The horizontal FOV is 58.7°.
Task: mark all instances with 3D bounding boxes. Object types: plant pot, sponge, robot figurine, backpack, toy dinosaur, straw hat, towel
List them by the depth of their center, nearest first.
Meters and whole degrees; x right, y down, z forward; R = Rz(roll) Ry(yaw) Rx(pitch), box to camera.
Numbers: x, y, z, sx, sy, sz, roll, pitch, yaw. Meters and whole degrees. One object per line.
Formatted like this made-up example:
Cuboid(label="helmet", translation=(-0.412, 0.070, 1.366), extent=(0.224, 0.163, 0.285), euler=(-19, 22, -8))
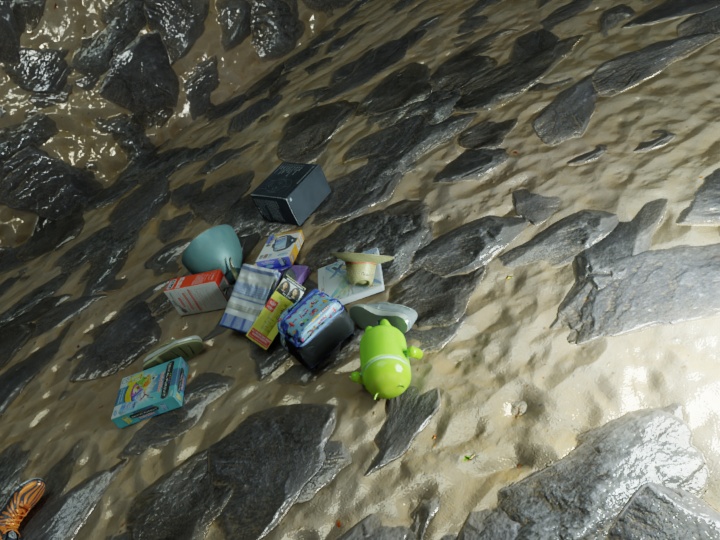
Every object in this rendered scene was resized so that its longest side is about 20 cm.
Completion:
Cuboid(label="robot figurine", translation=(0.057, 0.211, 1.497), extent=(0.173, 0.116, 0.202), euler=(-25, 36, 13))
Cuboid(label="backpack", translation=(-0.136, 0.140, 1.692), extent=(0.182, 0.136, 0.199), euler=(-39, 35, -18))
Cuboid(label="straw hat", translation=(0.000, 0.000, 1.772), extent=(0.198, 0.200, 0.087), euler=(3, 88, 34))
Cuboid(label="towel", translation=(-0.323, 0.081, 1.854), extent=(0.144, 0.024, 0.204), euler=(12, 74, 31))
Cuboid(label="toy dinosaur", translation=(-0.371, 0.060, 1.969), extent=(0.088, 0.048, 0.200), euler=(-42, 73, -6))
Cuboid(label="sponge", translation=(-0.260, 0.029, 1.990), extent=(0.197, 0.030, 0.112), euler=(3, 46, 34))
Cuboid(label="plant pot", translation=(-0.461, -0.029, 2.077), extent=(0.199, 0.201, 0.135), euler=(-36, 73, -12))

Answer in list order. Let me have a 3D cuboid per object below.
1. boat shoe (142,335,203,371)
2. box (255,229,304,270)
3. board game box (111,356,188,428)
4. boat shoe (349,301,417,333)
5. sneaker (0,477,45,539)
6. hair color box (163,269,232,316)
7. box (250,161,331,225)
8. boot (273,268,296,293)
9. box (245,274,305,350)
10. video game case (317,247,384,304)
Cuboid(label="boat shoe", translation=(-0.554, 0.234, 1.886), extent=(0.197, 0.075, 0.069), euler=(-24, 41, 6))
Cuboid(label="box", translation=(-0.259, -0.061, 2.054), extent=(0.116, 0.042, 0.201), euler=(-9, 27, 14))
Cuboid(label="board game box", translation=(-0.590, 0.342, 1.801), extent=(0.196, 0.047, 0.152), euler=(-21, 37, 9))
Cuboid(label="boat shoe", translation=(0.061, 0.117, 1.662), extent=(0.198, 0.071, 0.071), euler=(7, 28, 39))
Cuboid(label="sneaker", translation=(-0.864, 0.630, 1.611), extent=(0.201, 0.078, 0.111), euler=(-50, 45, -12))
Cuboid(label="hair color box", translation=(-0.507, 0.071, 2.023), extent=(0.196, 0.112, 0.065), euler=(-11, 37, 20))
Cuboid(label="box", translation=(-0.246, -0.276, 2.270), extent=(0.194, 0.125, 0.201), euler=(10, 49, 41))
Cuboid(label="boot", translation=(-0.292, 0.083, 1.892), extent=(0.196, 0.066, 0.168), euler=(-10, 56, 26))
Cuboid(label="box", translation=(-0.236, 0.117, 1.778), extent=(0.202, 0.075, 0.050), euler=(-56, 5, -11))
Cuboid(label="video game case", translation=(-0.032, 0.025, 1.858), extent=(0.196, 0.022, 0.184), euler=(-20, 37, 10))
